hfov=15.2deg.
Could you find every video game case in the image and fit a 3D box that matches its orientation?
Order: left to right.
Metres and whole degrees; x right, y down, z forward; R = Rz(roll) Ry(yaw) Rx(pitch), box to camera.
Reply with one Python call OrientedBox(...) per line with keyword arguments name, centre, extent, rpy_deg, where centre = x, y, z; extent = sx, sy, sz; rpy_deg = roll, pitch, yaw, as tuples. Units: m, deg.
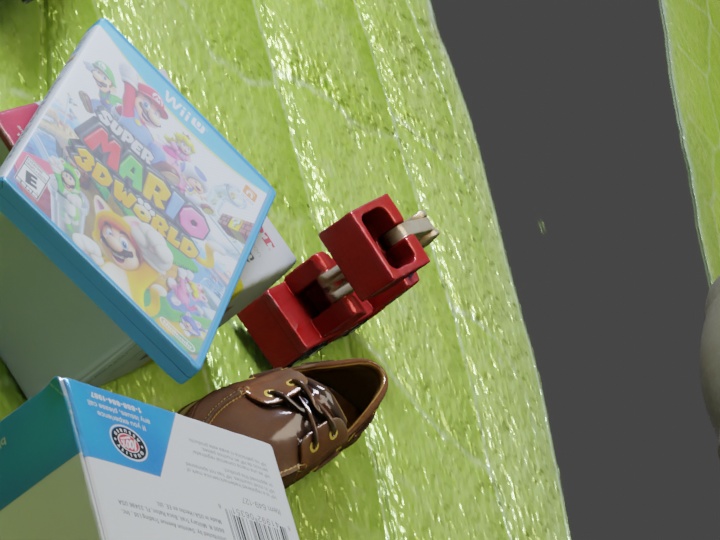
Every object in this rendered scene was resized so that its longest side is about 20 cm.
OrientedBox(name="video game case", centre=(-0.118, -0.042, 1.448), extent=(0.143, 0.018, 0.200), rpy_deg=(45, 27, -14))

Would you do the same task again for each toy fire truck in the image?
OrientedBox(name="toy fire truck", centre=(0.000, 0.000, 1.650), extent=(0.049, 0.141, 0.200), rpy_deg=(56, 26, 4))

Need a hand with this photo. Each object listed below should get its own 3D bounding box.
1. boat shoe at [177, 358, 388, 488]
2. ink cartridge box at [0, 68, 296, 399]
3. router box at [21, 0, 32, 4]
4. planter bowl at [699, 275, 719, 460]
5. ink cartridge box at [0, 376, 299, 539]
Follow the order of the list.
OrientedBox(name="boat shoe", centre=(-0.046, 0.086, 1.550), extent=(0.072, 0.068, 0.200), rpy_deg=(57, 26, 6))
OrientedBox(name="ink cartridge box", centre=(-0.142, -0.023, 1.503), extent=(0.145, 0.083, 0.200), rpy_deg=(55, 26, 4))
OrientedBox(name="router box", centre=(-0.217, -0.279, 1.637), extent=(0.200, 0.062, 0.150), rpy_deg=(61, 14, -21))
OrientedBox(name="planter bowl", centre=(0.350, 0.100, 2.102), extent=(0.200, 0.200, 0.135), rpy_deg=(38, 57, -29))
OrientedBox(name="ink cartridge box", centre=(-0.111, 0.182, 1.229), extent=(0.147, 0.145, 0.200), rpy_deg=(24, 39, -46))
